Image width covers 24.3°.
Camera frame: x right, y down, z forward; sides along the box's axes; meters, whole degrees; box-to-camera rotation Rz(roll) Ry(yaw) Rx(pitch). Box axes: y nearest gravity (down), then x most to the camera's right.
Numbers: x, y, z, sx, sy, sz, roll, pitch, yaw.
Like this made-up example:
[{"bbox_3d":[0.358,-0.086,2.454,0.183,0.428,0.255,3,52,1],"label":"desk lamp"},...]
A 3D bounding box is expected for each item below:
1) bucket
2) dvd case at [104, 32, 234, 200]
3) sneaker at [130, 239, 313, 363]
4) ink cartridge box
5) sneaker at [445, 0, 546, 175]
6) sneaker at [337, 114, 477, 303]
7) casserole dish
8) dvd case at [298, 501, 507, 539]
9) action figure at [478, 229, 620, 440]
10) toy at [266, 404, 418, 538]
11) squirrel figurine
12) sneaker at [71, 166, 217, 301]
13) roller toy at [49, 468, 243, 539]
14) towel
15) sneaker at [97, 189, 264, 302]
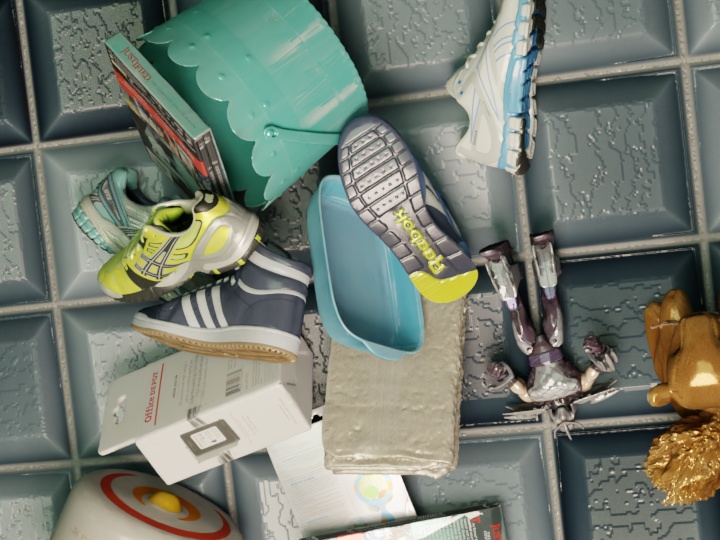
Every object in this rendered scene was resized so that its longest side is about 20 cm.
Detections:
[{"bbox_3d":[-0.098,-0.172,1.566,0.135,0.207,0.207,-37,84,-13],"label":"bucket"},{"bbox_3d":[-0.173,-0.120,1.583,0.022,0.200,0.146,-36,63,-14],"label":"dvd case"},{"bbox_3d":[-0.127,0.024,1.584,0.200,0.070,0.109,4,75,38],"label":"sneaker"},{"bbox_3d":[-0.149,0.130,1.638,0.200,0.116,0.067,-22,124,16],"label":"ink cartridge box"},{"bbox_3d":[0.125,-0.194,1.581,0.087,0.075,0.200,9,96,20],"label":"sneaker"},{"bbox_3d":[0.039,-0.063,1.574,0.074,0.082,0.200,-26,114,11],"label":"sneaker"},{"bbox_3d":[0.000,0.000,1.587,0.039,0.121,0.200,-31,55,38],"label":"casserole dish"},{"bbox_3d":[0.050,0.313,1.628,0.200,0.022,0.146,-11,97,1],"label":"dvd case"},{"bbox_3d":[0.171,0.066,1.588,0.130,0.069,0.200,-15,94,5],"label":"action figure"},{"bbox_3d":[-0.008,0.226,1.656,0.115,0.047,0.200,-21,92,9],"label":"toy"},{"bbox_3d":[0.317,0.111,1.490,0.141,0.187,0.200,0,94,15],"label":"squirrel figurine"},{"bbox_3d":[-0.194,-0.027,1.674,0.200,0.078,0.086,38,99,9],"label":"sneaker"},{"bbox_3d":[-0.212,0.280,1.646,0.182,0.200,0.140,23,99,1],"label":"roller toy"},{"bbox_3d":[0.034,0.102,1.602,0.132,0.034,0.200,1,63,12],"label":"towel"},{"bbox_3d":[-0.181,-0.030,1.570,0.200,0.075,0.076,-22,128,36],"label":"sneaker"}]
